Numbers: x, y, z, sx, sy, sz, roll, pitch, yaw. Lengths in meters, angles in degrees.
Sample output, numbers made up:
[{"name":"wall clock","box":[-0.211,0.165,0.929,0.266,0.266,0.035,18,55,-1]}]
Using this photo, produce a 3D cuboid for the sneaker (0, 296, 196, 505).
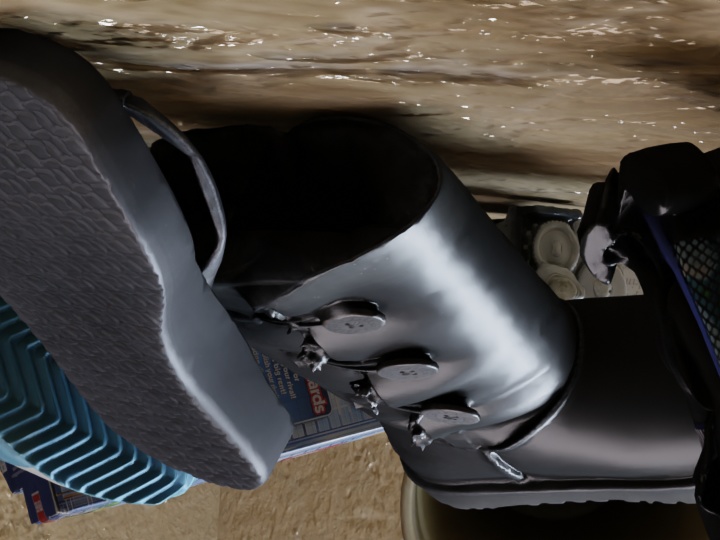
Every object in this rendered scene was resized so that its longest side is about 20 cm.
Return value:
[{"name":"sneaker","box":[-0.128,0.007,0.761,0.200,0.077,0.081,30,167,-23]}]

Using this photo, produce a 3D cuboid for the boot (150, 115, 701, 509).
[{"name":"boot","box":[0.049,0.007,0.751,0.165,0.066,0.200,-16,147,20]}]

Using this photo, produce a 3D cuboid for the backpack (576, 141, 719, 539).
[{"name":"backpack","box":[0.162,0.060,0.600,0.147,0.200,0.183,-20,166,18]}]

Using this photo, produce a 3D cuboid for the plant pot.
[{"name":"plant pot","box":[0.123,0.123,1.576,0.200,0.200,0.174,3,-168,-1]}]

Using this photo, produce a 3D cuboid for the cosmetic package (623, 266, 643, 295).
[{"name":"cosmetic package","box":[0.088,0.031,1.059,0.102,0.074,0.200,5,173,-24]}]

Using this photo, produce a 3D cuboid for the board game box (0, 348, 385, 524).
[{"name":"board game box","box":[-0.038,0.045,0.994,0.200,0.062,0.200,-14,176,-13]}]

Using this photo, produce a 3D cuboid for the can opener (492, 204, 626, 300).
[{"name":"can opener","box":[0.000,0.000,0.849,0.200,0.053,0.066,6,173,-29]}]

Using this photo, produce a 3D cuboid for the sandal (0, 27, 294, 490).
[{"name":"sandal","box":[-0.063,-0.007,0.657,0.076,0.043,0.200,21,158,20]}]
